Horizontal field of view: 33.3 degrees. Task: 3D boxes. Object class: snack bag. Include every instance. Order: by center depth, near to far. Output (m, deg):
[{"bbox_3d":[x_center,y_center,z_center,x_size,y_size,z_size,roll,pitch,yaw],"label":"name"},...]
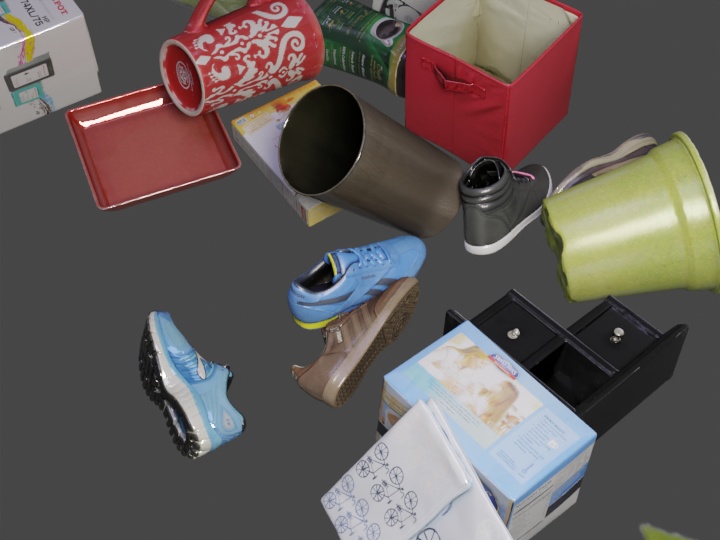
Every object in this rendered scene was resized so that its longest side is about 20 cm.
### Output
[{"bbox_3d":[0.057,0.262,1.213,0.021,0.189,0.201,5,46,-48],"label":"snack bag"}]

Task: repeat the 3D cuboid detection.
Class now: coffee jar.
[{"bbox_3d":[0.024,-0.318,1.722,0.199,0.086,0.104,26,53,21],"label":"coffee jar"}]

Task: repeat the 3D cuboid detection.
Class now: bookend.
[{"bbox_3d":[0.232,0.087,1.384,0.199,0.093,0.199,-31,56,-28],"label":"bookend"}]

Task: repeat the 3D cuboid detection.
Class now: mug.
[{"bbox_3d":[-0.177,-0.314,1.657,0.199,0.133,0.178,-29,92,-32],"label":"mug"}]

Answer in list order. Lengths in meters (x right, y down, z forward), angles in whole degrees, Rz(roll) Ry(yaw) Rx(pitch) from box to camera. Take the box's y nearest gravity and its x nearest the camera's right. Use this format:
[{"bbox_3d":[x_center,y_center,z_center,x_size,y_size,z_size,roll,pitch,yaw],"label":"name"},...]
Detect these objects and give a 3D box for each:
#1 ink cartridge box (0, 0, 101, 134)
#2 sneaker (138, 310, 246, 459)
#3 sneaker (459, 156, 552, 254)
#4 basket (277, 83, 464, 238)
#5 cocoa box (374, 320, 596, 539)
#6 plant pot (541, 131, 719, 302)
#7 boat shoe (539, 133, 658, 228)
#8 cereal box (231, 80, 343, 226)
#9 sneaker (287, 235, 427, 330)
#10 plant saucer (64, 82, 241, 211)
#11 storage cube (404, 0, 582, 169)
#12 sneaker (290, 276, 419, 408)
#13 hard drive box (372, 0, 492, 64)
[{"bbox_3d":[-0.491,-0.307,1.686,0.199,0.147,0.147,-27,56,-19],"label":"ink cartridge box"},{"bbox_3d":[-0.196,0.128,1.396,0.089,0.079,0.201,-10,53,-31],"label":"sneaker"},{"bbox_3d":[0.189,-0.111,1.528,0.070,0.100,0.200,12,38,31],"label":"sneaker"},{"bbox_3d":[0.023,-0.124,1.484,0.137,0.199,0.180,-61,37,8],"label":"basket"},{"bbox_3d":[0.130,0.181,1.288,0.133,0.132,0.200,-31,57,-28],"label":"cocoa box"},{"bbox_3d":[0.321,-0.046,1.449,0.183,0.201,0.201,-16,52,3],"label":"plant pot"},{"bbox_3d":[0.322,-0.105,1.553,0.199,0.075,0.073,-33,63,-15],"label":"boat shoe"},{"bbox_3d":[-0.064,-0.162,1.629,0.143,0.040,0.200,-29,57,-20],"label":"cereal box"},{"bbox_3d":[0.000,0.000,1.476,0.199,0.079,0.066,-27,54,-20],"label":"sneaker"},{"bbox_3d":[-0.283,-0.169,1.642,0.198,0.037,0.201,-18,53,-13],"label":"plant saucer"},{"bbox_3d":[0.173,-0.263,1.615,0.170,0.180,0.200,32,59,24],"label":"storage cube"},{"bbox_3d":[-0.005,0.069,1.425,0.075,0.071,0.200,26,56,21],"label":"sneaker"},{"bbox_3d":[0.120,-0.404,1.743,0.199,0.156,0.077,22,55,19],"label":"hard drive box"}]
